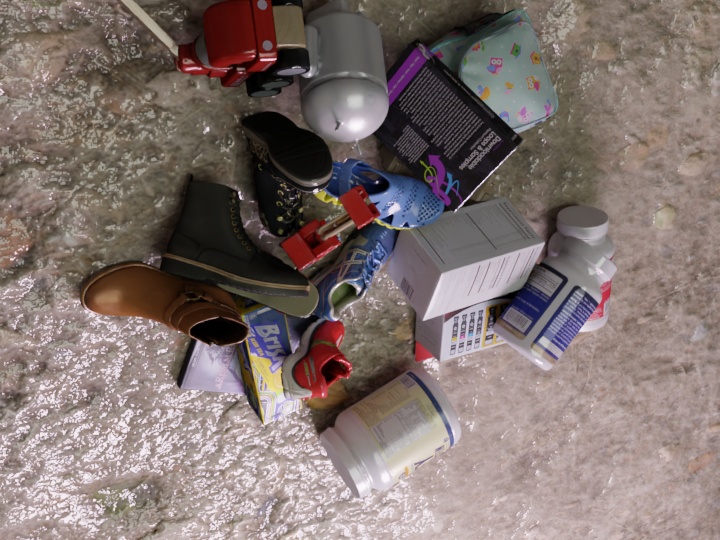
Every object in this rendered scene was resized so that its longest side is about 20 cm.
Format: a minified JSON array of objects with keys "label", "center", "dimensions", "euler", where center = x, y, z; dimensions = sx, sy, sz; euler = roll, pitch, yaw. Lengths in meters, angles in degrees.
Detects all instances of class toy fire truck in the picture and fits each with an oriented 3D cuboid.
[{"label":"toy fire truck","center":[-0.040,-0.057,1.333],"dimensions":[0.141,0.200,0.049],"euler":[-34,91,5]},{"label":"toy fire truck","center":[-0.180,-0.283,1.157],"dimensions":[0.200,0.176,0.129],"euler":[-7,90,-22]}]

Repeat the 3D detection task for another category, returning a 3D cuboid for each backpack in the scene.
[{"label":"backpack","center":[0.168,-0.262,1.380],"dimensions":[0.200,0.153,0.176],"euler":[-23,106,-4]}]

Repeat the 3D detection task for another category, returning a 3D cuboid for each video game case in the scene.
[{"label":"video game case","center":[-0.164,0.122,1.465],"dimensions":[0.200,0.019,0.143],"euler":[11,108,-36]}]

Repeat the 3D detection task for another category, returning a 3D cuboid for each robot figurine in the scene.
[{"label":"robot figurine","center":[-0.023,-0.250,1.249],"dimensions":[0.113,0.200,0.169],"euler":[-22,152,33]}]

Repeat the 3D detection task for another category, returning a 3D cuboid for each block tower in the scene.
[{"label":"block tower","center":[0.118,-0.160,1.463],"dimensions":[0.200,0.058,0.054],"euler":[14,118,-38]}]

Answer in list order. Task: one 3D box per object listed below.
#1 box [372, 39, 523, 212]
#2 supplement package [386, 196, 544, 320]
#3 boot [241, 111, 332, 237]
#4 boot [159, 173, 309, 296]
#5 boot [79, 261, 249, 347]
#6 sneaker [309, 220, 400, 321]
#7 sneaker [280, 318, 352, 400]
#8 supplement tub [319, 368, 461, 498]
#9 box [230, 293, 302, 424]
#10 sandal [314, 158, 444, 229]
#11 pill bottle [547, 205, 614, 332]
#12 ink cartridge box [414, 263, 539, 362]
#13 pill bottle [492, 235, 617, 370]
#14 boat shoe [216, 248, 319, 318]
[{"label":"box","center":[0.104,-0.195,1.324],"dimensions":[0.143,0.200,0.036],"euler":[-47,177,38]},{"label":"supplement package","center":[0.161,-0.020,1.488],"dimensions":[0.200,0.114,0.110],"euler":[-15,143,-29]},{"label":"boot","center":[-0.089,-0.109,1.277],"dimensions":[0.073,0.204,0.154],"euler":[-20,127,-21]},{"label":"boot","center":[-0.154,-0.044,1.277],"dimensions":[0.200,0.077,0.139],"euler":[13,84,1]},{"label":"boot","center":[-0.257,0.056,1.284],"dimensions":[0.200,0.155,0.077],"euler":[5,111,-33]},{"label":"sneaker","center":[0.000,0.000,1.465],"dimensions":[0.200,0.077,0.076],"euler":[-49,127,-5]},{"label":"sneaker","center":[-0.050,0.136,1.431],"dimensions":[0.085,0.200,0.077],"euler":[4,116,15]},{"label":"supplement tub","center":[0.049,0.268,1.591],"dimensions":[0.200,0.145,0.145],"euler":[-31,126,-14]},{"label":"box","center":[-0.141,0.123,1.427],"dimensions":[0.070,0.064,0.200],"euler":[-21,123,-21]},{"label":"sandal","center":[0.029,-0.110,1.378],"dimensions":[0.200,0.087,0.080],"euler":[12,82,-16]},{"label":"pill bottle","center":[0.378,-0.004,1.673],"dimensions":[0.112,0.112,0.200],"euler":[-17,121,-24]},{"label":"ink cartridge box","center":[0.196,0.075,1.620],"dimensions":[0.200,0.084,0.176],"euler":[-13,120,-27]},{"label":"pill bottle","center":[0.314,0.050,1.553],"dimensions":[0.116,0.116,0.200],"euler":[36,91,-39]},{"label":"boat shoe","center":[-0.149,0.005,1.340],"dimensions":[0.201,0.063,0.074],"euler":[28,86,1]}]
